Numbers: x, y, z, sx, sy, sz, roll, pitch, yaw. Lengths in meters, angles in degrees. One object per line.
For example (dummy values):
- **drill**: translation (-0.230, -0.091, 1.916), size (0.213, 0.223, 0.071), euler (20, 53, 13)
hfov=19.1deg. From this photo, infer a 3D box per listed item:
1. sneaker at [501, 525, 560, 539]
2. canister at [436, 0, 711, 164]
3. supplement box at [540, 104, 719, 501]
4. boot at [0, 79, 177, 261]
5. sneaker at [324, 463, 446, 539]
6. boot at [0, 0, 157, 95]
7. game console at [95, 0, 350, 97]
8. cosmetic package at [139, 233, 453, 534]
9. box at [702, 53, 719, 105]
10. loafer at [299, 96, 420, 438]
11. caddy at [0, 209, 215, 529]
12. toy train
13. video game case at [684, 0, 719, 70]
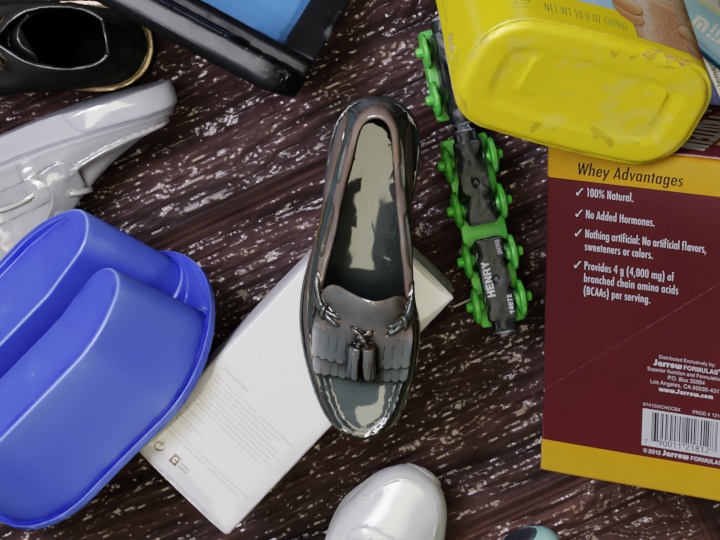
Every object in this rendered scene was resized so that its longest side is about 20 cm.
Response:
- **sneaker**: translation (0.094, 0.267, 1.345), size (0.140, 0.078, 0.200), euler (39, 104, -2)
- **canister**: translation (0.109, -0.159, 1.192), size (0.148, 0.200, 0.087), euler (12, 130, -18)
- **supplement box**: translation (0.218, 0.016, 1.237), size (0.197, 0.133, 0.201), euler (8, 109, 25)
- **boot**: translation (-0.194, -0.046, 1.341), size (0.200, 0.074, 0.096), euler (-20, 99, 12)
- **sneaker**: translation (-0.008, 0.213, 1.328), size (0.078, 0.099, 0.200), euler (30, 95, 0)
- **boot**: translation (-0.233, -0.139, 1.295), size (0.199, 0.138, 0.078), euler (-8, 93, 4)
- **game console**: translation (-0.103, -0.198, 1.266), size (0.200, 0.176, 0.117), euler (28, 94, 0)
- **cosmetic package**: translation (-0.039, 0.056, 1.316), size (0.085, 0.108, 0.200), euler (44, 96, -1)
- **box**: translation (0.195, -0.145, 1.328), size (0.200, 0.032, 0.121), euler (-24, 92, 1)
- **loafer**: translation (0.000, 0.000, 1.226), size (0.072, 0.063, 0.201), euler (2, 94, 2)
- **caddy**: translation (-0.175, 0.063, 1.290), size (0.200, 0.141, 0.105), euler (-45, 132, 10)
- **toy train**: translation (0.069, -0.059, 1.328), size (0.042, 0.056, 0.201), euler (-11, 93, -2)
- **video game case**: translation (0.269, -0.212, 1.299), size (0.143, 0.018, 0.200), euler (39, 92, -2)
